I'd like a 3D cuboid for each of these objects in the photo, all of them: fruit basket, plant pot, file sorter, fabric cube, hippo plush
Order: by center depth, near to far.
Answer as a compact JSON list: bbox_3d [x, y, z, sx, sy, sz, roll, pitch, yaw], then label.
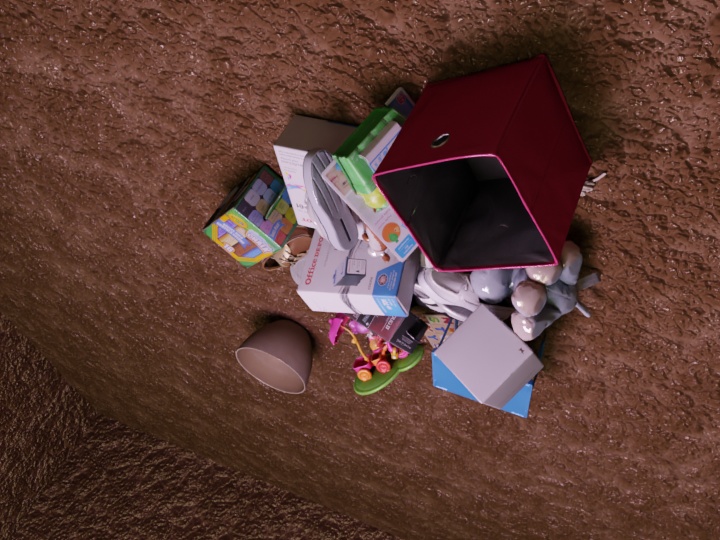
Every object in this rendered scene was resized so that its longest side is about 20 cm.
[{"bbox_3d":[0.173,-0.139,0.955,0.196,0.200,0.200,-3,137,42],"label":"fabric cube"},{"bbox_3d":[0.065,-0.142,1.060,0.200,0.185,0.094,45,171,-20],"label":"fruit basket"},{"bbox_3d":[0.277,0.003,1.160,0.161,0.200,0.160,34,129,41],"label":"hippo plush"},{"bbox_3d":[0.259,0.184,1.411,0.200,0.123,0.139,16,146,19],"label":"file sorter"},{"bbox_3d":[-0.203,0.206,1.812,0.200,0.135,0.200,20,148,13],"label":"plant pot"}]

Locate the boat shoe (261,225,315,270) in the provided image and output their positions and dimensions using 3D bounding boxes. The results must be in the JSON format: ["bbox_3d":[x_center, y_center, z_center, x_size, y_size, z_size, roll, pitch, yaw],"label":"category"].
[{"bbox_3d":[-0.145,-0.042,1.452,0.076,0.074,0.200,22,157,-27],"label":"boat shoe"}]

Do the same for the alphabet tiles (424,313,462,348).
[{"bbox_3d":[0.227,0.149,1.510,0.200,0.006,0.167,1,139,37],"label":"alphabet tiles"}]

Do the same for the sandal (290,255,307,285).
[{"bbox_3d":[-0.075,-0.010,1.475,0.050,0.083,0.202,-3,171,-42],"label":"sandal"}]

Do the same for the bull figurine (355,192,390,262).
[{"bbox_3d":[0.042,-0.102,1.175,0.065,0.121,0.200,39,168,33],"label":"bull figurine"}]

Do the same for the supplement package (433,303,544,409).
[{"bbox_3d":[0.229,0.155,1.222,0.120,0.121,0.200,46,-176,23],"label":"supplement package"}]

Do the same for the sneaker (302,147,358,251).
[{"bbox_3d":[-0.064,-0.114,1.142,0.071,0.073,0.200,22,143,36],"label":"sneaker"}]

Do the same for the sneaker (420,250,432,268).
[{"bbox_3d":[0.154,-0.068,1.208,0.088,0.077,0.200,11,153,9],"label":"sneaker"}]

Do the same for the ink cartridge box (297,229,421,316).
[{"bbox_3d":[0.000,0.000,1.307,0.199,0.147,0.086,2,153,23],"label":"ink cartridge box"}]

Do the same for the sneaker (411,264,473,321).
[{"bbox_3d":[0.143,0.052,1.387,0.200,0.073,0.112,32,154,8],"label":"sneaker"}]

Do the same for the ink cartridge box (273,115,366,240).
[{"bbox_3d":[-0.050,-0.157,1.216,0.144,0.085,0.200,15,147,21],"label":"ink cartridge box"}]

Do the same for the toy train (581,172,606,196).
[{"bbox_3d":[0.269,-0.076,1.048,0.085,0.116,0.200,40,147,-19],"label":"toy train"}]

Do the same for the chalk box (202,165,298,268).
[{"bbox_3d":[-0.194,-0.108,1.362,0.124,0.125,0.200,42,148,-20],"label":"chalk box"}]

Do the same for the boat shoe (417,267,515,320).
[{"bbox_3d":[0.204,0.033,1.296,0.200,0.074,0.065,19,148,-19],"label":"boat shoe"}]

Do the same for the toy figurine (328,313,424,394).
[{"bbox_3d":[0.015,0.159,1.601,0.200,0.150,0.184,-27,112,29],"label":"toy figurine"}]

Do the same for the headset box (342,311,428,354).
[{"bbox_3d":[0.038,0.089,1.417,0.200,0.075,0.149,30,177,26],"label":"headset box"}]
